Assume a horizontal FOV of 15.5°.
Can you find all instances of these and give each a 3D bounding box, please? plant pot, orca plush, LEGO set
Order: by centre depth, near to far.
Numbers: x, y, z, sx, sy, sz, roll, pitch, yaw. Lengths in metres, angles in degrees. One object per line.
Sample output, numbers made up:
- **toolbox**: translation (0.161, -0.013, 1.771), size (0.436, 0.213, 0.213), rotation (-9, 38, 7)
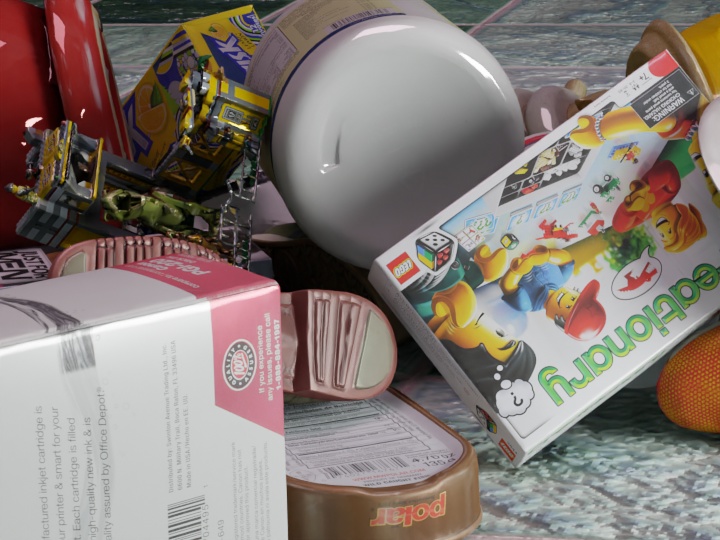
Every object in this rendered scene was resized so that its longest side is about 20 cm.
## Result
- **LEGO set**: translation (-0.132, -0.026, 1.449), size (0.115, 0.201, 0.154), rotation (20, -32, -22)
- **plant pot**: translation (-0.240, -0.083, 1.663), size (0.181, 0.202, 0.201), rotation (-13, 14, -1)
- **orca plush**: translation (-0.052, -0.018, 1.762), size (0.199, 0.071, 0.106), rotation (-23, 68, -30)

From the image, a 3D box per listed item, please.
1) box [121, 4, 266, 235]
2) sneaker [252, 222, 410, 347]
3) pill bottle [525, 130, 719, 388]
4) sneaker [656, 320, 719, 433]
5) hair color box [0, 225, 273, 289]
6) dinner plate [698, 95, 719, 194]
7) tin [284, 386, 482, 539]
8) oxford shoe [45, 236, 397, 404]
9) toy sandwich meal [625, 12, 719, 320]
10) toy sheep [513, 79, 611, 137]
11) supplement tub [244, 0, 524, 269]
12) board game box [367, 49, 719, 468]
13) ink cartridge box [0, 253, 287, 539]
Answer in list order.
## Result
- **box**: translation (-0.121, -0.087, 1.754), size (0.064, 0.070, 0.200), rotation (-17, -20, -38)
- **sneaker**: translation (0.000, 0.000, 1.607), size (0.089, 0.068, 0.200), rotation (-16, 15, -26)
- **pill bottle**: translation (0.132, -0.004, 1.495), size (0.119, 0.121, 0.200), rotation (-5, 14, -8)
- **sneaker**: translation (0.248, 0.059, 1.334), size (0.198, 0.073, 0.077), rotation (-2, 24, 13)
- **hair color box**: translation (-0.157, 0.020, 1.574), size (0.198, 0.061, 0.099), rotation (-6, 14, -15)
- **dinner plate**: translation (0.265, -0.036, 1.354), size (0.199, 0.024, 0.201), rotation (20, 35, -15)
- **tin**: translation (-0.011, 0.094, 1.309), size (0.111, 0.042, 0.200), rotation (-3, 13, -21)
- **oxford shoe**: translation (-0.079, 0.034, 1.301), size (0.199, 0.071, 0.075), rotation (18, -22, -35)
- **toy sandwich meal**: translation (0.214, -0.056, 1.526), size (0.070, 0.207, 0.205), rotation (-15, 15, -5)
- **toy sheep**: translation (0.100, -0.050, 1.664), size (0.200, 0.138, 0.138), rotation (-37, 0, 24)
- **supplement tub**: translation (0.008, -0.089, 1.545), size (0.144, 0.146, 0.200), rotation (-5, 14, -9)
- **board game box**: translation (0.120, -0.008, 1.363), size (0.200, 0.126, 0.035), rotation (-36, -11, -15)
- **ink cartridge box**: translation (-0.134, 0.084, 1.142), size (0.199, 0.147, 0.085), rotation (-13, 19, -38)
